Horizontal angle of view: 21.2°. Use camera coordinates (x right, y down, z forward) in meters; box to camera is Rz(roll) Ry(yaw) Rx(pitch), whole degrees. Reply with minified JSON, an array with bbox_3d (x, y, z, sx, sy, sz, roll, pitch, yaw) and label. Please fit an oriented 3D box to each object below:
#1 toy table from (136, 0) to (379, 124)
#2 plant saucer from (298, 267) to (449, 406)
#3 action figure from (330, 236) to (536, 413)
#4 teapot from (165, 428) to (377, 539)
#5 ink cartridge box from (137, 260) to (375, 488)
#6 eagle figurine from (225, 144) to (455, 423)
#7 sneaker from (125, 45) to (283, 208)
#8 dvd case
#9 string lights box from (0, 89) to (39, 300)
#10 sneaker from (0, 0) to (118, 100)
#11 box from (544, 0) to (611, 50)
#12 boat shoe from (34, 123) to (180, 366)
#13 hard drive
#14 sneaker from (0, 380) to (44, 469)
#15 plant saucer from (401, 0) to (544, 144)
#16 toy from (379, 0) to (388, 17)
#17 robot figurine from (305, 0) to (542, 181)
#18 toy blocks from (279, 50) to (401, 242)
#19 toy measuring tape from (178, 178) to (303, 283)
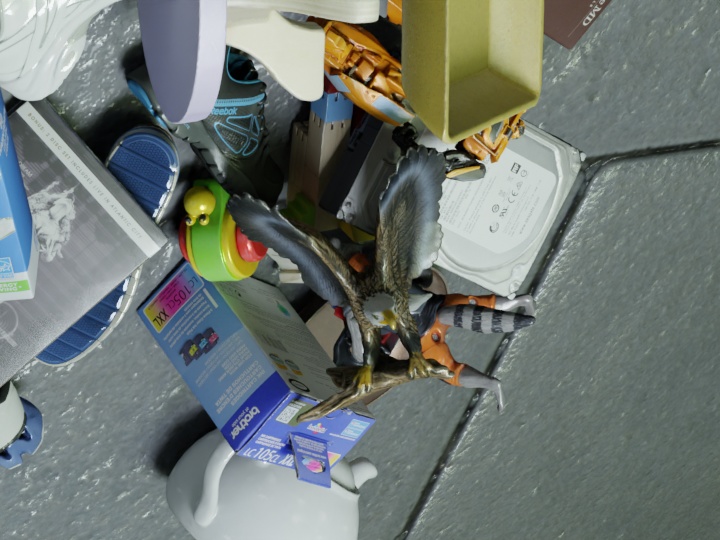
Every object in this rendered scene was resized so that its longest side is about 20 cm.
[{"bbox_3d":[-0.076,-0.200,1.281,0.117,0.184,0.201,-10,130,-24],"label":"toy table"},{"bbox_3d":[-0.005,0.062,1.793,0.200,0.032,0.201,-27,145,-21],"label":"plant saucer"},{"bbox_3d":[0.058,0.013,1.659,0.105,0.193,0.201,105,6,-66],"label":"action figure"},{"bbox_3d":[-0.072,0.198,1.751,0.197,0.200,0.146,37,94,-16],"label":"teapot"},{"bbox_3d":[-0.077,0.091,1.592,0.076,0.200,0.136,-48,147,12],"label":"ink cartridge box"},{"bbox_3d":[0.004,0.001,1.466,0.151,0.151,0.201,-32,113,-35],"label":"eagle figurine"},{"bbox_3d":[-0.095,-0.112,1.450,0.082,0.073,0.200,-43,149,0],"label":"sneaker"},{"bbox_3d":[-0.259,-0.011,1.380,0.200,0.016,0.149,-41,113,1],"label":"dvd case"},{"bbox_3d":[-0.280,-0.068,1.264,0.102,0.059,0.201,-5,134,1],"label":"string lights box"},{"bbox_3d":[-0.201,-0.198,1.235,0.099,0.078,0.200,13,119,-48],"label":"sneaker"},{"bbox_3d":[0.131,-0.257,1.514,0.100,0.075,0.200,-51,148,14],"label":"box"},{"bbox_3d":[-0.190,-0.019,1.450,0.200,0.072,0.072,-57,-171,14],"label":"boat shoe"},{"bbox_3d":[0.078,-0.073,1.549,0.199,0.038,0.140,25,94,-34],"label":"hard drive"},{"bbox_3d":[-0.344,0.131,1.486,0.199,0.080,0.115,-35,145,-22],"label":"sneaker"},{"bbox_3d":[0.076,-0.203,1.344,0.200,0.048,0.201,-28,122,-62],"label":"plant saucer"},{"bbox_3d":[-0.004,-0.283,1.307,0.047,0.115,0.201,-33,148,-34],"label":"toy"},{"bbox_3d":[0.053,-0.155,1.450,0.200,0.058,0.145,33,82,-24],"label":"robot figurine"},{"bbox_3d":[0.022,-0.113,1.567,0.199,0.100,0.137,-11,125,-28],"label":"toy blocks"},{"bbox_3d":[-0.096,-0.010,1.570,0.074,0.074,0.200,-41,148,0],"label":"toy measuring tape"}]
